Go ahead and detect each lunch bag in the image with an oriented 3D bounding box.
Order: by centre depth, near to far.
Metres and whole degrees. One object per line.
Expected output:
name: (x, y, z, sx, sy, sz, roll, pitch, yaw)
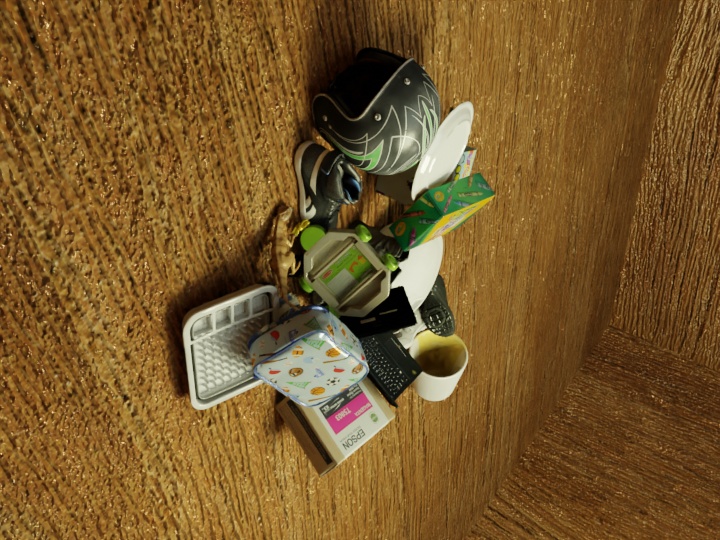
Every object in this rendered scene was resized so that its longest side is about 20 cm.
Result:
lunch bag: (-0.089, 0.143, 1.265, 0.159, 0.076, 0.200, -30, 138, 13)

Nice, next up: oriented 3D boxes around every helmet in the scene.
helmet: (0.038, -0.253, 1.251, 0.200, 0.189, 0.202, -40, 143, -38)

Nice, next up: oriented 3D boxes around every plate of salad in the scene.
plate of salad: (0.141, -0.216, 1.386, 0.201, 0.048, 0.201, -51, 162, -23)

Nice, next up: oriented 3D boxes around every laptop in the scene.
laptop: (0.009, 0.103, 1.435, 0.175, 0.201, 0.104, -15, 121, -2)
laptop: (0.047, 0.172, 1.566, 0.200, 0.178, 0.103, -37, 177, -44)

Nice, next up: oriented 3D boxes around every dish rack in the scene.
dish rack: (-0.212, 0.117, 1.242, 0.170, 0.043, 0.202, -23, 132, -32)

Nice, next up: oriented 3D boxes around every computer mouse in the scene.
computer mouse: (-0.141, 0.033, 1.337, 0.200, 0.034, 0.059, -43, 144, -36)

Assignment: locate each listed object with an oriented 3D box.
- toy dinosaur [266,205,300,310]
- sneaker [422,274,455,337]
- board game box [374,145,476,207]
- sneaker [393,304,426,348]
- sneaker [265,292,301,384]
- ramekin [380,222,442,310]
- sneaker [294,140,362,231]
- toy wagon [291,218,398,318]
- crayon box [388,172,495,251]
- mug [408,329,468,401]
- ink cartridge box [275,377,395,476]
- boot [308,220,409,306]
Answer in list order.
toy dinosaur: (-0.130, -0.007, 1.258, 0.106, 0.060, 0.202, 86, -3, -66)
sneaker: (0.174, 0.059, 1.778, 0.091, 0.075, 0.202, -46, 116, -51)
board game box: (0.133, -0.201, 1.543, 0.199, 0.104, 0.104, -20, 129, -52)
sneaker: (0.099, 0.118, 1.789, 0.200, 0.074, 0.083, -39, 127, -47)
sneaker: (-0.137, 0.139, 1.349, 0.077, 0.085, 0.201, -30, 151, -46)
ramekin: (0.083, -0.009, 1.618, 0.202, 0.094, 0.204, -40, 143, -39)
sneaker: (-0.046, -0.117, 1.300, 0.073, 0.111, 0.201, -47, 147, -27)
toy wagon: (-0.037, -0.013, 1.340, 0.155, 0.200, 0.040, -40, -171, 19)
crayon box: (0.157, -0.113, 1.462, 0.199, 0.059, 0.119, -24, 166, -48)
mug: (0.204, 0.245, 1.975, 0.186, 0.149, 0.154, -38, 150, -30)
ink cartridge box: (-0.048, 0.284, 1.546, 0.199, 0.166, 0.075, -29, 170, -48)
boot: (0.000, 0.000, 1.447, 0.201, 0.130, 0.068, -55, 150, -18)
